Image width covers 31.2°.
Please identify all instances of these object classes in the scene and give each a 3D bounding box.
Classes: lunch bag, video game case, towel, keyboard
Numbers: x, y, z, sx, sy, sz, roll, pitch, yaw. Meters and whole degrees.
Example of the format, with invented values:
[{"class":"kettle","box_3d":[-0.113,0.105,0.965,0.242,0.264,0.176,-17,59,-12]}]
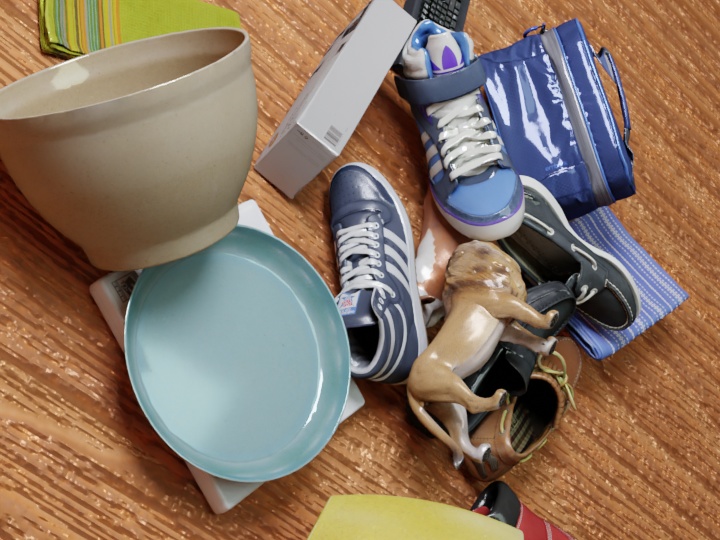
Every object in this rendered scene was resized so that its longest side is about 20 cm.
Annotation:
[{"class":"lunch bag","box_3d":[0.204,-0.154,1.303,0.136,0.131,0.202,22,51,-77]},{"class":"video game case","box_3d":[-0.101,0.063,1.038,0.182,0.024,0.201,-32,94,-45]},{"class":"towel","box_3d":[0.251,0.007,1.350,0.145,0.024,0.199,49,43,15]},{"class":"keyboard","box_3d":[0.063,-0.280,1.342,0.127,0.021,0.202,34,51,-27]},{"class":"towel","box_3d":[-0.179,-0.205,1.089,0.199,0.018,0.087,8,68,-40]}]

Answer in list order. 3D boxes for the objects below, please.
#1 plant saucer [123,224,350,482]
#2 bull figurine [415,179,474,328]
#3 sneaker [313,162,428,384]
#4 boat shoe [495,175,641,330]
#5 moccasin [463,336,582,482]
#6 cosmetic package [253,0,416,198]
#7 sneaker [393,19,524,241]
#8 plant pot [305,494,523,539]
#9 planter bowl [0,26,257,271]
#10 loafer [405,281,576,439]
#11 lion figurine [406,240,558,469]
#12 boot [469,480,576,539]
[{"class":"plant saucer","box_3d":[-0.096,0.064,0.997,0.198,0.027,0.202,12,68,-33]},{"class":"bull figurine","box_3d":[0.092,-0.012,1.219,0.121,0.065,0.202,34,54,-31]},{"class":"sneaker","box_3d":[0.000,0.000,1.106,0.108,0.069,0.202,3,72,-63]},{"class":"boat shoe","box_3d":[0.193,-0.001,1.232,0.200,0.075,0.061,41,42,-17]},{"class":"moccasin","box_3d":[0.164,0.120,1.213,0.201,0.077,0.074,-33,95,-50]},{"class":"cosmetic package","box_3d":[-0.021,-0.161,1.166,0.050,0.082,0.201,37,50,-11]},{"class":"sneaker","box_3d":[0.085,-0.138,1.165,0.201,0.080,0.147,-107,178,-46]},{"class":"plant pot","box_3d":[0.013,0.249,0.965,0.141,0.201,0.201,29,49,3]},{"class":"planter bowl","box_3d":[-0.161,-0.084,0.948,0.200,0.199,0.136,-38,122,-44]},{"class":"loafer","box_3d":[0.129,0.085,1.161,0.200,0.070,0.069,-37,138,-22]},{"class":"lion figurine","box_3d":[0.089,0.065,1.092,0.200,0.122,0.073,-51,151,-25]},{"class":"boot","box_3d":[0.126,0.287,1.117,0.144,0.072,0.201,41,41,-21]}]
